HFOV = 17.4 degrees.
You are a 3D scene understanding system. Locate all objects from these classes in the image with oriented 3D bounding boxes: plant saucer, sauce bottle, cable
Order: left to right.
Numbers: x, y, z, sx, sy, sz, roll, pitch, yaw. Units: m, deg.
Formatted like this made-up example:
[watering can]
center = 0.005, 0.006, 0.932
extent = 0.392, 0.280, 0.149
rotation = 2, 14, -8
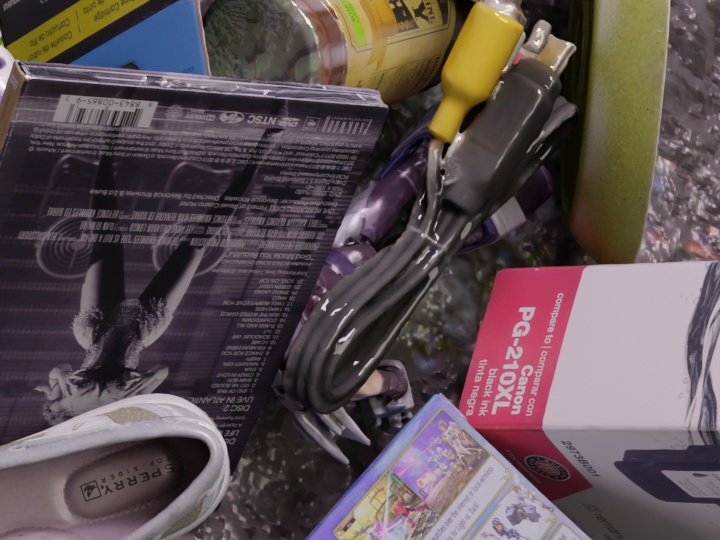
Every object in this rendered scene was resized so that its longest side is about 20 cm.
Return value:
[sauce bottle]
center = 0.005, -0.102, 1.002
extent = 0.200, 0.065, 0.065
rotation = -26, 93, -60
[cable]
center = 0.028, -0.029, 0.963
extent = 0.050, 0.097, 0.200
rotation = 33, 83, 22
[plant saucer]
center = 0.110, -0.096, 1.044
extent = 0.031, 0.200, 0.201
rotation = 4, 73, 0

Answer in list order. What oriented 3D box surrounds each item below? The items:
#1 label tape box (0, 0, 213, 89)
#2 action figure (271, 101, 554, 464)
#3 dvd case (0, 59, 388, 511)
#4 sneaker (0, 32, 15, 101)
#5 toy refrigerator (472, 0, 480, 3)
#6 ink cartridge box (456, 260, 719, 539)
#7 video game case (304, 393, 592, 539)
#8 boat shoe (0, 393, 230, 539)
[label tape box]
center = -0.090, -0.145, 0.927
extent = 0.063, 0.144, 0.201
rotation = -7, 83, -38
[action figure]
center = 0.000, 0.000, 1.002
extent = 0.200, 0.069, 0.130
rotation = -39, 108, -31
[dvd case]
center = -0.087, 0.013, 0.876
extent = 0.148, 0.200, 0.016
rotation = 2, 36, -33
[sneaker]
center = -0.184, -0.087, 0.892
extent = 0.088, 0.080, 0.201
rotation = -14, 81, -30
[toy refrigerator]
center = -0.001, -0.196, 1.002
extent = 0.200, 0.070, 0.076
rotation = 32, 40, 0
[ink cartridge box]
center = 0.164, 0.066, 0.990
extent = 0.145, 0.200, 0.085
rotation = 45, 54, -43
[video game case]
center = 0.042, 0.168, 0.908
extent = 0.181, 0.045, 0.200
rotation = 44, 40, 2
[boat shoe]
center = -0.140, 0.100, 0.837
extent = 0.201, 0.065, 0.075
rotation = -21, 88, -7
